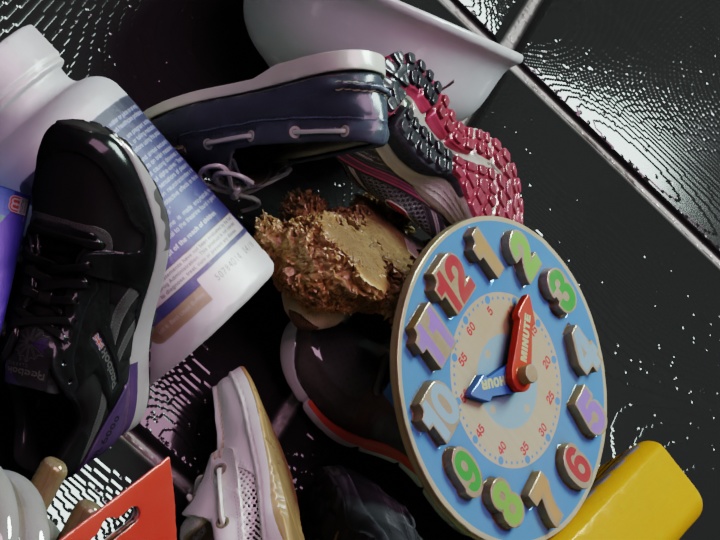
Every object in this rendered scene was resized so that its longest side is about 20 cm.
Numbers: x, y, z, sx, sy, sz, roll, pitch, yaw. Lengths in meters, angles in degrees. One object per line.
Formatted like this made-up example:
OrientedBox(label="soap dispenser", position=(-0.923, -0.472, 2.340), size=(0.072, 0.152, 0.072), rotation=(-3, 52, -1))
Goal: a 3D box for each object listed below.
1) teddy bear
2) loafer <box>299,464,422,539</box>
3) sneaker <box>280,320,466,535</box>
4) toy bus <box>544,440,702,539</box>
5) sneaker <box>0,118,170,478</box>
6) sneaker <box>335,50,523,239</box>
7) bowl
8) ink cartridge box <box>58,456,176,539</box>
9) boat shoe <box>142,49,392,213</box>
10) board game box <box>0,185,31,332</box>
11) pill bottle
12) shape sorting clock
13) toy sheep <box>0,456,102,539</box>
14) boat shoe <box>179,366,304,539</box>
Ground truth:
OrientedBox(label="teddy bear", position=(0.000, 0.000, 1.291), size=(0.145, 0.067, 0.200), rotation=(43, 19, -4))
OrientedBox(label="loafer", position=(0.017, 0.171, 1.163), size=(0.070, 0.068, 0.201), rotation=(21, 14, -19))
OrientedBox(label="sneaker", position=(0.042, 0.084, 1.288), size=(0.200, 0.082, 0.077), rotation=(38, 46, -15))
OrientedBox(label="toy bus", position=(0.134, 0.189, 1.301), size=(0.065, 0.078, 0.200), rotation=(53, 44, 1))
OrientedBox(label="sneaker", position=(-0.152, 0.022, 1.093), size=(0.075, 0.201, 0.088), rotation=(12, 30, 19))
OrientedBox(label="sneaker", position=(0.041, -0.062, 1.299), size=(0.200, 0.074, 0.081), rotation=(48, 42, -38))
OrientedBox(label="bowl", position=(0.001, -0.141, 1.361), size=(0.200, 0.091, 0.201), rotation=(23, 7, -3))
OrientedBox(label="ink cartridge box", position=(-0.100, 0.208, 1.034), size=(0.109, 0.050, 0.201), rotation=(-37, 131, -46))
OrientedBox(label="boat shoe", position=(-0.064, -0.076, 1.226), size=(0.075, 0.199, 0.062), rotation=(13, 66, -56))
OrientedBox(label="board game box", position=(-0.282, 0.006, 1.058), size=(0.199, 0.045, 0.153), rotation=(18, 72, -26))
OrientedBox(label="pill bottle", position=(-0.153, -0.039, 1.184), size=(0.200, 0.111, 0.111), rotation=(49, 44, -4))
OrientedBox(label="shape sorting clock", position=(0.089, 0.066, 1.243), size=(0.199, 0.039, 0.201), rotation=(14, 70, -42))
OrientedBox(label="toy sheep", position=(-0.202, 0.149, 1.014), size=(0.199, 0.138, 0.138), rotation=(25, 50, -32))
OrientedBox(label="boat shoe", position=(-0.071, 0.139, 1.169), size=(0.201, 0.069, 0.071), rotation=(-105, 174, -45))
